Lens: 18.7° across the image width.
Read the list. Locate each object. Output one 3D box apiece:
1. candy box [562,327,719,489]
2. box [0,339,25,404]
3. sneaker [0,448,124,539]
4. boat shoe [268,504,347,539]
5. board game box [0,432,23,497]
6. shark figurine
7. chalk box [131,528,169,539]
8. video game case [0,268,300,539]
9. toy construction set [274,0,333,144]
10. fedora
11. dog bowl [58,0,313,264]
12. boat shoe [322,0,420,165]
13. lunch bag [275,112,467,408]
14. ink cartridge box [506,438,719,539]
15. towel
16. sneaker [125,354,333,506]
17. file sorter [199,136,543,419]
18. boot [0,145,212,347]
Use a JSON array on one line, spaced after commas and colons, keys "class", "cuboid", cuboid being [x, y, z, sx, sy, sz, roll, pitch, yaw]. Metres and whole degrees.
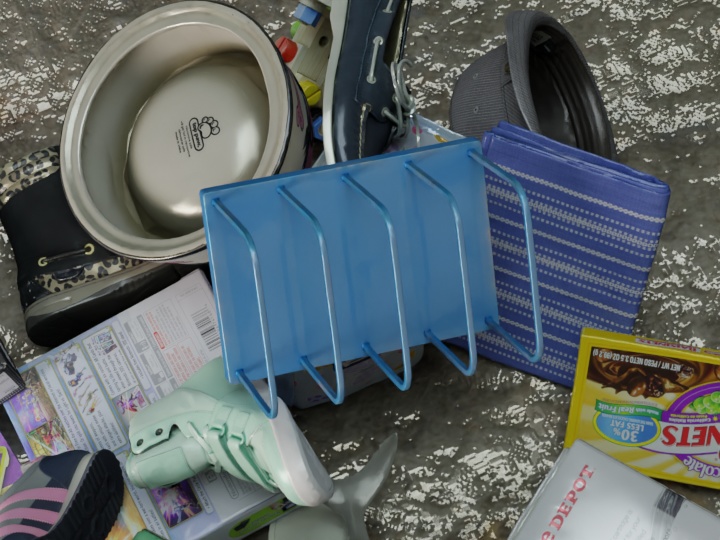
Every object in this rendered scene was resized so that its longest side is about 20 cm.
[{"class": "candy box", "cuboid": [0.254, 0.109, 1.614, 0.199, 0.026, 0.103, 9, 106, 8]}, {"class": "box", "cuboid": [-0.376, 0.076, 1.659, 0.200, 0.044, 0.160, -33, 61, -2]}, {"class": "sneaker", "cuboid": [-0.240, 0.197, 1.521, 0.082, 0.070, 0.200, -3, 27, 25]}, {"class": "boat shoe", "cuboid": [-0.006, 0.239, 1.572, 0.073, 0.062, 0.200, -32, 45, -8]}, {"class": "board game box", "cuboid": [-0.329, 0.211, 1.625, 0.200, 0.032, 0.120, -31, 70, -12]}, {"class": "shark figurine", "cuboid": [0.007, 0.208, 1.493, 0.089, 0.215, 0.128, -21, 106, 18]}, {"class": "chalk box", "cuboid": [-0.123, 0.269, 1.489, 0.124, 0.200, 0.125, 26, 69, 14]}, {"class": "video game case", "cuboid": [-0.154, 0.125, 1.634, 0.181, 0.045, 0.200, -28, 62, -5]}, {"class": "toy construction set", "cuboid": [-0.064, -0.158, 1.722, 0.200, 0.131, 0.092, -53, 39, 15]}, {"class": "fedora", "cuboid": [0.129, -0.103, 1.697, 0.090, 0.177, 0.201, -22, 57, 25]}, {"class": "dog bowl", "cuboid": [-0.122, -0.095, 1.625, 0.199, 0.074, 0.201, -9, 71, 26]}, {"class": "boat shoe", "cuboid": [0.010, -0.128, 1.563, 0.062, 0.075, 0.201, -3, 56, 9]}, {"class": "lunch bag", "cuboid": [0.000, 0.000, 1.632, 0.127, 0.170, 0.200, 30, 66, 14]}, {"class": "ink cartridge box", "cuboid": [0.200, 0.236, 1.552, 0.200, 0.083, 0.145, 29, 69, 16]}, {"class": "towel", "cuboid": [0.143, -0.006, 1.624, 0.144, 0.201, 0.024, 20, 37, 12]}, {"class": "sneaker", "cuboid": [-0.096, 0.135, 1.518, 0.118, 0.074, 0.200, -33, 27, -8]}, {"class": "file sorter", "cuboid": [0.009, 0.007, 1.462, 0.199, 0.123, 0.139, -11, 108, -13]}, {"class": "boot", "cuboid": [-0.187, -0.040, 1.717, 0.203, 0.074, 0.154, -21, 62, -9]}]
